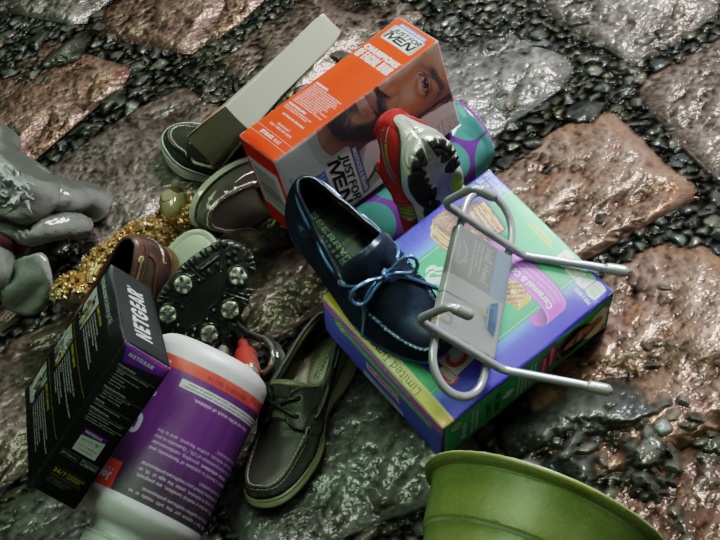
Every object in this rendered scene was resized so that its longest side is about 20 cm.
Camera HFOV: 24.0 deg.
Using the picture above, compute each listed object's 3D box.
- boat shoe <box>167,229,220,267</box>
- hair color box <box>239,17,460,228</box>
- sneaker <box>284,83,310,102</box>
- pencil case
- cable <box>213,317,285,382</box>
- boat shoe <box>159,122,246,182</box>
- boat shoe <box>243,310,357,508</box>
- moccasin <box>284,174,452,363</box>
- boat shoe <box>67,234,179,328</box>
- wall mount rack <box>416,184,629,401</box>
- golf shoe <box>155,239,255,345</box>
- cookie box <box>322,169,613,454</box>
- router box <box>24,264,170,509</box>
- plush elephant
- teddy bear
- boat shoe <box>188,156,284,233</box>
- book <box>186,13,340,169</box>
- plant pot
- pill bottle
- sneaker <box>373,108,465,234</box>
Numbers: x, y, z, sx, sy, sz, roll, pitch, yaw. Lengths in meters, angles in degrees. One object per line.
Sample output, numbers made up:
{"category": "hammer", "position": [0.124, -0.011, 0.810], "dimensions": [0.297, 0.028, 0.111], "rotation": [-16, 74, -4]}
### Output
{"category": "boat shoe", "position": [-0.205, 0.041, 1.663], "dimensions": [0.200, 0.062, 0.073], "rotation": [-44, 76, 6]}
{"category": "hair color box", "position": [-0.007, -0.133, 1.596], "dimensions": [0.200, 0.111, 0.064], "rotation": [-39, 48, -17]}
{"category": "sneaker", "position": [-0.002, -0.143, 1.725], "dimensions": [0.085, 0.075, 0.199], "rotation": [46, 35, 23]}
{"category": "pencil case", "position": [0.038, -0.079, 1.668], "dimensions": [0.092, 0.085, 0.200], "rotation": [37, 67, 26]}
{"category": "cable", "position": [-0.126, 0.059, 1.613], "dimensions": [0.097, 0.050, 0.201], "rotation": [-35, 42, 18]}
{"category": "boat shoe", "position": [-0.148, -0.130, 1.812], "dimensions": [0.199, 0.064, 0.071], "rotation": [24, 60, 39]}
{"category": "boat shoe", "position": [-0.062, 0.121, 1.521], "dimensions": [0.073, 0.065, 0.201], "rotation": [-1, 44, 25]}
{"category": "moccasin", "position": [0.000, 0.000, 1.441], "dimensions": [0.200, 0.068, 0.080], "rotation": [41, 69, 17]}
{"category": "boat shoe", "position": [-0.248, 0.056, 1.603], "dimensions": [0.070, 0.070, 0.201], "rotation": [28, 93, 28]}
{"category": "wall mount rack", "position": [0.135, 0.023, 1.423], "dimensions": [0.074, 0.173, 0.202], "rotation": [-24, 44, 50]}
{"category": "golf shoe", "position": [-0.169, 0.050, 1.577], "dimensions": [0.201, 0.077, 0.088], "rotation": [-57, 17, 11]}
{"category": "cookie box", "position": [0.094, 0.037, 1.499], "dimensions": [0.199, 0.075, 0.171], "rotation": [-37, 66, -15]}
{"category": "router box", "position": [-0.233, 0.096, 1.474], "dimensions": [0.150, 0.051, 0.200], "rotation": [-55, 21, 10]}
{"category": "plush elephant", "position": [-0.376, -0.042, 1.773], "dimensions": [0.156, 0.164, 0.200], "rotation": [-58, 5, 12]}
{"category": "teddy bear", "position": [-0.231, -0.023, 1.706], "dimensions": [0.199, 0.145, 0.067], "rotation": [-33, 85, 4]}
{"category": "boat shoe", "position": [-0.080, -0.075, 1.687], "dimensions": [0.199, 0.072, 0.059], "rotation": [-18, 42, -41]}
{"category": "book", "position": [-0.096, -0.177, 1.667], "dimensions": [0.134, 0.048, 0.200], "rotation": [-47, 6, -14]}
{"category": "plant pot", "position": [0.107, 0.264, 1.239], "dimensions": [0.198, 0.200, 0.191], "rotation": [10, 64, 30]}
{"category": "pill bottle", "position": [-0.168, 0.164, 1.467], "dimensions": [0.112, 0.112, 0.201], "rotation": [16, 74, 34]}
{"category": "sneaker", "position": [0.056, -0.081, 1.572], "dimensions": [0.077, 0.201, 0.085], "rotation": [-36, 58, -15]}
